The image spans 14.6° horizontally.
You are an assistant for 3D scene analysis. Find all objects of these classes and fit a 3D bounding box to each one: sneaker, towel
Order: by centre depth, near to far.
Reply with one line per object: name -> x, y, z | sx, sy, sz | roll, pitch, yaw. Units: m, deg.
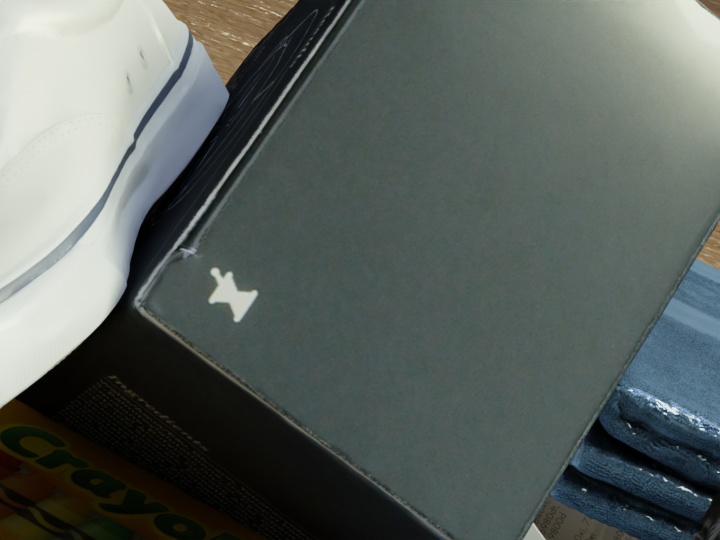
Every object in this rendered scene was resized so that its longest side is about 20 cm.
sneaker -> -0.091, -0.021, 0.658 | 0.071, 0.073, 0.200 | 53, 25, -16
towel -> 0.119, 0.047, 0.945 | 0.111, 0.049, 0.200 | 25, 16, -1

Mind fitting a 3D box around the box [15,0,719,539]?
box -> 0.000, 0.000, 0.730 | 0.107, 0.149, 0.200 | 37, -19, -7

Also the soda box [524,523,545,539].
soda box -> 0.022, 0.088, 0.842 | 0.068, 0.063, 0.200 | 57, -2, -33

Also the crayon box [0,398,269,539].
crayon box -> -0.086, 0.089, 0.662 | 0.126, 0.051, 0.200 | 25, 23, 23

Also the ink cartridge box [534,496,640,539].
ink cartridge box -> 0.079, 0.077, 0.998 | 0.199, 0.068, 0.116 | 27, 16, 2

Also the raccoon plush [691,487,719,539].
raccoon plush -> 0.130, 0.133, 0.708 | 0.134, 0.201, 0.097 | 34, -9, -5
